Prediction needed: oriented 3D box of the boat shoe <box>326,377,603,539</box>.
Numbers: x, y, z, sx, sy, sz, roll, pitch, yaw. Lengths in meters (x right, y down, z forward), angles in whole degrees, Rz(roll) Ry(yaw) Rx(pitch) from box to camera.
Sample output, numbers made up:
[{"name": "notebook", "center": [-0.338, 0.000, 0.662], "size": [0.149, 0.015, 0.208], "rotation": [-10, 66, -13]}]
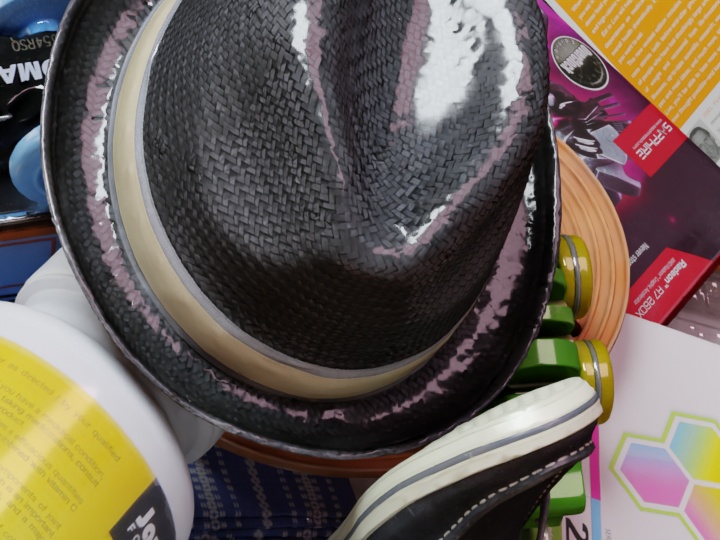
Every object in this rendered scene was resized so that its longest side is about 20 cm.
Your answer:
[{"name": "boat shoe", "center": [0.025, 0.097, 0.837], "size": [0.075, 0.200, 0.062], "rotation": [-23, 72, -40]}]

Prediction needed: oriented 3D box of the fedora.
[{"name": "fedora", "center": [-0.001, -0.048, 0.799], "size": [0.200, 0.092, 0.201], "rotation": [10, 66, -22]}]

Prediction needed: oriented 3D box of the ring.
[{"name": "ring", "center": [0.000, 0.000, 0.969], "size": [0.200, 0.019, 0.201], "rotation": [1, 49, -1]}]

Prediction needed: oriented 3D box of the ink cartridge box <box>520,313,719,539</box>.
[{"name": "ink cartridge box", "center": [0.135, 0.107, 0.988], "size": [0.199, 0.076, 0.148], "rotation": [18, 46, -17]}]

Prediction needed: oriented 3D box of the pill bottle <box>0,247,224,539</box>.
[{"name": "pill bottle", "center": [-0.121, 0.081, 0.798], "size": [0.112, 0.112, 0.200], "rotation": [39, 55, 3]}]

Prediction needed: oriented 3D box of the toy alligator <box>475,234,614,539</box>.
[{"name": "toy alligator", "center": [0.058, 0.041, 0.886], "size": [0.059, 0.054, 0.201], "rotation": [-3, 62, -11]}]

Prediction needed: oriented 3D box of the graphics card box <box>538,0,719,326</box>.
[{"name": "graphics card box", "center": [0.064, -0.054, 1.094], "size": [0.200, 0.051, 0.125], "rotation": [43, 42, 4]}]

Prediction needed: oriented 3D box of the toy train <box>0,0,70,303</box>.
[{"name": "toy train", "center": [-0.056, -0.051, 0.919], "size": [0.199, 0.114, 0.087], "rotation": [-10, 58, -14]}]

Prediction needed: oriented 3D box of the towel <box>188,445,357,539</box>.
[{"name": "towel", "center": [-0.106, 0.040, 0.938], "size": [0.199, 0.024, 0.145], "rotation": [3, 50, -33]}]

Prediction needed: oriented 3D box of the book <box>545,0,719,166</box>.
[{"name": "book", "center": [0.161, -0.130, 1.168], "size": [0.048, 0.134, 0.200], "rotation": [-22, 68, -43]}]
